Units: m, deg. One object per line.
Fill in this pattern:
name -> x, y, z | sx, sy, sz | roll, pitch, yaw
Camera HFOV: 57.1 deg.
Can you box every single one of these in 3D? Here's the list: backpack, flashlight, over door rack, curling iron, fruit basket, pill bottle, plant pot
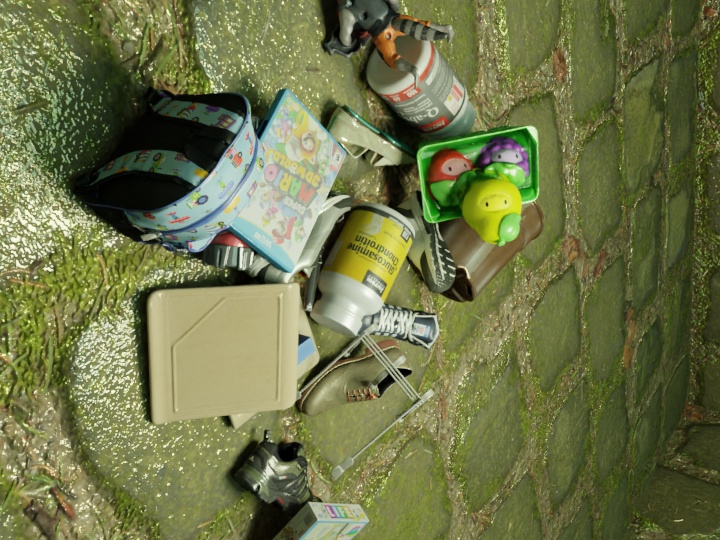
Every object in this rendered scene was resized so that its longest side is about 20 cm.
backpack -> -0.184, -0.107, 0.731 | 0.135, 0.200, 0.183 | 50, 61, -41
flashlight -> -0.165, -0.102, 0.871 | 0.068, 0.068, 0.200 | 4, 91, -49
over door rack -> -0.006, 0.198, 1.032 | 0.200, 0.148, 0.067 | -41, 169, 3
curling iron -> -0.058, -0.034, 1.011 | 0.026, 0.050, 0.200 | 86, 17, -72
fruit basket -> 0.197, -0.140, 1.070 | 0.216, 0.215, 0.156 | -36, 128, -39
pill bottle -> 0.000, 0.000, 1.053 | 0.112, 0.112, 0.200 | 44, 65, -46
pill bottle -> 0.108, -0.297, 1.102 | 0.200, 0.116, 0.116 | 31, 75, -49
plant pot -> 0.205, -0.060, 1.234 | 0.198, 0.200, 0.200 | -49, 134, -21

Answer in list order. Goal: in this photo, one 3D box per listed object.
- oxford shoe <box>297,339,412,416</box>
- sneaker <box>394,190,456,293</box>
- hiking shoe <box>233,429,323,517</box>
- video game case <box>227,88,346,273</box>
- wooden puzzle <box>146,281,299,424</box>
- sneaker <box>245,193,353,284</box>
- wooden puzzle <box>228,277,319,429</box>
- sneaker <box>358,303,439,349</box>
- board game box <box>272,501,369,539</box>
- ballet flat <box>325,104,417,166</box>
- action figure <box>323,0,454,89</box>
oxford shoe -> -0.007, 0.186, 1.085 | 0.200, 0.075, 0.070 | -30, 135, -13
sneaker -> 0.102, -0.039, 1.129 | 0.074, 0.080, 0.200 | 32, 36, -44
hiking shoe -> -0.105, 0.327, 1.041 | 0.101, 0.076, 0.200 | -58, 136, -17
video game case -> -0.099, -0.117, 0.879 | 0.143, 0.018, 0.200 | 42, 64, -45
wooden puzzle -> -0.179, 0.106, 0.880 | 0.200, 0.037, 0.185 | -4, 109, -23
sneaker -> -0.079, -0.041, 0.961 | 0.200, 0.074, 0.079 | -44, 100, -26
wooden puzzle -> -0.136, 0.110, 0.970 | 0.185, 0.046, 0.200 | -36, 126, -39
sneaker -> 0.060, 0.092, 1.151 | 0.200, 0.108, 0.070 | 15, 88, -51
board game box -> -0.096, 0.446, 1.043 | 0.200, 0.034, 0.134 | -48, 141, 11
ballet flat -> 0.015, -0.205, 1.072 | 0.200, 0.067, 0.062 | 21, 111, -47
action figure -> 0.046, -0.384, 0.963 | 0.200, 0.193, 0.105 | -56, 180, -8
